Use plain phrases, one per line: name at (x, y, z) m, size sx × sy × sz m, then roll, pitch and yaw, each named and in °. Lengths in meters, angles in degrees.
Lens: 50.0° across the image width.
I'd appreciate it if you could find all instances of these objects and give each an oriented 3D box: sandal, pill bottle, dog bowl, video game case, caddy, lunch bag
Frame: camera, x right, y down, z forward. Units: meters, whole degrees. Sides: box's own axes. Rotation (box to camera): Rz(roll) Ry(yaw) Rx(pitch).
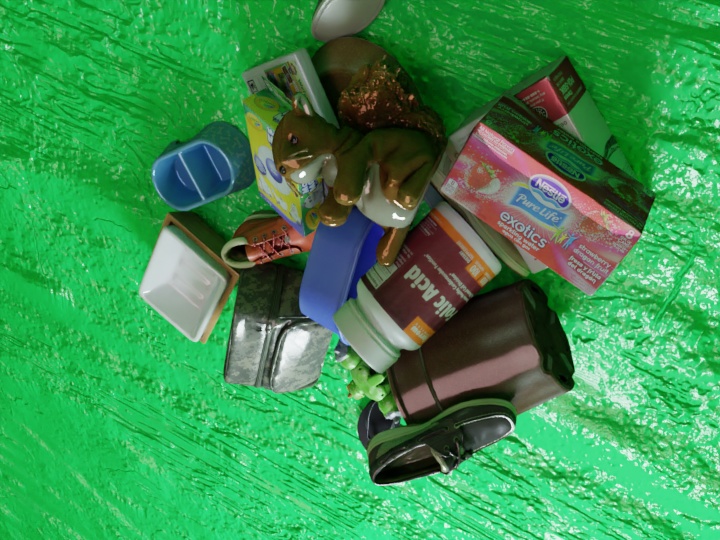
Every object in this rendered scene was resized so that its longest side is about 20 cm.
sandal at (0.037, 0.242, 1.282) m, size 0.075 × 0.043 × 0.202 m, roll 30°, pitch 131°, yaw 12°
pill bottle at (0.067, 0.023, 0.952) m, size 0.200 × 0.114 × 0.114 m, roll -44°, pitch 93°, yaw 5°
dog bowl at (-0.250, -0.155, 1.201) m, size 0.197 × 0.050 × 0.113 m, roll -13°, pitch 112°, yaw 38°
video game case at (-0.077, -0.187, 1.039) m, size 0.181 × 0.022 × 0.203 m, roll 10°, pitch 128°, yaw 60°
caddy at (0.000, 0.000, 1.065) m, size 0.103 × 0.141 × 0.204 m, roll 22°, pitch 102°, yaw 26°
lunch bag at (-0.124, 0.094, 1.229) m, size 0.164 × 0.141 × 0.202 m, roll 10°, pitch 132°, yaw -9°

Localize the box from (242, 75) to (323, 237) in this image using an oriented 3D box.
box at (-0.101, -0.153, 1.044) m, size 0.117 × 0.048 × 0.202 m, roll 42°, pitch 151°, yaw 31°

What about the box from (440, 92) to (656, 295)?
box at (0.198, -0.083, 0.816) m, size 0.198 × 0.100 × 0.096 m, roll 36°, pitch 130°, yaw 7°

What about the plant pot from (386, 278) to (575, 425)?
plant pot at (0.164, 0.117, 1.022) m, size 0.196 × 0.201 × 0.202 m, roll -26°, pitch 104°, yaw 26°

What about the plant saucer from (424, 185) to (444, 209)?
plant saucer at (0.070, -0.161, 1.015) m, size 0.069 × 0.019 × 0.201 m, roll -29°, pitch 100°, yaw 41°

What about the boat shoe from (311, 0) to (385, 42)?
boat shoe at (-0.001, -0.354, 0.919) m, size 0.200 × 0.072 × 0.063 m, roll -42°, pitch 50°, yaw 49°

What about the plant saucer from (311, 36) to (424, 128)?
plant saucer at (-0.004, -0.197, 1.003) m, size 0.198 × 0.035 × 0.203 m, roll 25°, pitch 137°, yaw 25°

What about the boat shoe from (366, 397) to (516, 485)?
boat shoe at (0.100, 0.218, 0.943) m, size 0.197 × 0.067 × 0.073 m, roll -20°, pitch 121°, yaw 14°

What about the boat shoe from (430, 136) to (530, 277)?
boat shoe at (0.158, -0.078, 0.974) m, size 0.065 × 0.072 × 0.200 m, roll -42°, pitch 95°, yaw 5°

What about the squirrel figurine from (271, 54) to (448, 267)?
squirrel figurine at (-0.002, -0.142, 0.892) m, size 0.184 × 0.202 × 0.142 m, roll 25°, pitch 155°, yaw 4°

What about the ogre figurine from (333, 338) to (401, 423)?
ogre figurine at (0.030, 0.135, 1.143) m, size 0.097 × 0.120 × 0.203 m, roll -14°, pitch 110°, yaw 37°

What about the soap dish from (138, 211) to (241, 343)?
soap dish at (-0.284, 0.010, 1.309) m, size 0.157 × 0.081 × 0.201 m, roll 39°, pitch 133°, yaw 4°

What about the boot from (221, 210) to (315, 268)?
boot at (-0.117, -0.045, 1.152) m, size 0.197 × 0.107 × 0.076 m, roll -7°, pitch 114°, yaw 34°

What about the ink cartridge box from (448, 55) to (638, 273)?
ink cartridge box at (0.220, -0.118, 0.902) m, size 0.146 × 0.083 × 0.202 m, roll -26°, pitch 103°, yaw 40°
